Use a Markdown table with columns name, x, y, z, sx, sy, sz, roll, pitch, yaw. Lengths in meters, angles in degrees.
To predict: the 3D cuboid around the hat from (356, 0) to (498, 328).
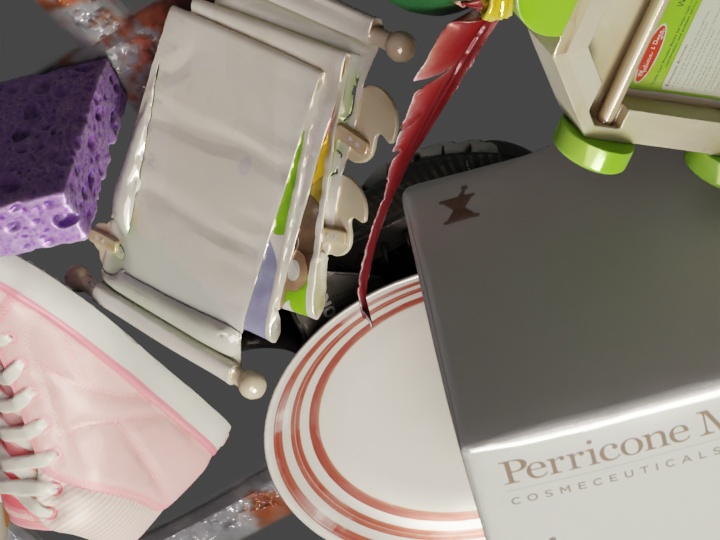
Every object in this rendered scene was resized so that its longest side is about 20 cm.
| name | x | y | z | sx | sy | sz | roll | pitch | yaw |
| --- | --- | --- | --- | --- | --- | --- | --- | --- | --- |
| hat | 0.049 | -0.125 | 1.118 | 0.199 | 0.166 | 0.177 | -23 | 137 | -1 |

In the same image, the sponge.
| name | x | y | z | sx | sy | sz | roll | pitch | yaw |
| --- | --- | --- | --- | --- | --- | --- | --- | --- | --- |
| sponge | -0.211 | -0.037 | 1.227 | 0.199 | 0.112 | 0.030 | -13 | 126 | 15 |

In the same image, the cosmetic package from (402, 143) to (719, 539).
| name | x | y | z | sx | sy | sz | roll | pitch | yaw |
| --- | --- | --- | --- | --- | --- | --- | --- | --- | --- |
| cosmetic package | 0.126 | 0.065 | 1.146 | 0.166 | 0.167 | 0.201 | -15 | 132 | 4 |

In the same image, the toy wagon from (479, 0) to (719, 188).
| name | x | y | z | sx | sy | sz | roll | pitch | yaw |
| --- | --- | --- | --- | --- | --- | --- | --- | --- | --- |
| toy wagon | 0.125 | -0.110 | 1.024 | 0.199 | 0.040 | 0.156 | 6 | 121 | -33 |

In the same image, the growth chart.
| name | x | y | z | sx | sy | sz | roll | pitch | yaw |
| --- | --- | --- | --- | --- | --- | --- | --- | --- | --- |
| growth chart | -0.055 | -0.043 | 1.198 | 0.144 | 0.018 | 0.201 | 35 | 115 | 27 |

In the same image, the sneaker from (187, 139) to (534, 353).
| name | x | y | z | sx | sy | sz | roll | pitch | yaw |
| --- | --- | --- | --- | --- | --- | --- | --- | --- | --- |
| sneaker | 0.000 | 0.000 | 1.246 | 0.199 | 0.091 | 0.067 | -15 | 125 | 16 |

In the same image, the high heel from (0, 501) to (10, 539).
| name | x | y | z | sx | sy | sz | roll | pitch | yaw |
| --- | --- | --- | --- | --- | --- | --- | --- | --- | --- |
| high heel | -0.233 | 0.059 | 1.327 | 0.095 | 0.068 | 0.201 | -7 | 124 | 6 |

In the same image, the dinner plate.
| name | x | y | z | sx | sy | sz | roll | pitch | yaw |
| --- | --- | --- | --- | --- | --- | --- | --- | --- | --- |
| dinner plate | 0.052 | 0.066 | 1.260 | 0.199 | 0.024 | 0.201 | -6 | 132 | -7 |

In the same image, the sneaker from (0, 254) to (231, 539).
| name | x | y | z | sx | sy | sz | roll | pitch | yaw |
| --- | --- | --- | --- | --- | --- | --- | --- | --- | --- |
| sneaker | -0.155 | 0.065 | 1.284 | 0.105 | 0.075 | 0.200 | -53 | 127 | -9 |
